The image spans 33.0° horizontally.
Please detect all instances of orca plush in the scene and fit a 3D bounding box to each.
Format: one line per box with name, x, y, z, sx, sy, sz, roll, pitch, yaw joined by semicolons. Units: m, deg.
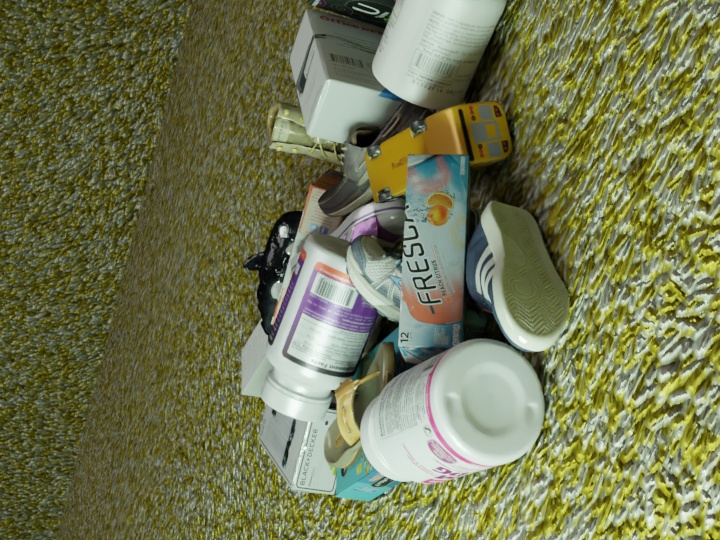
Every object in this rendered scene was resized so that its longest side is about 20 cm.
orca plush;-0.129;0.000;1.713;0.105;0.071;0.201;-66;-7;-51

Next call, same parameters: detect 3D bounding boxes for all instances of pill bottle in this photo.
pill bottle;0.080;0.141;1.156;0.200;0.113;0.114;143;135;-63
pill bottle;-0.045;0.069;1.413;0.201;0.111;0.111;-68;21;12
pill bottle;0.097;-0.290;1.344;0.115;0.114;0.201;-106;33;-52

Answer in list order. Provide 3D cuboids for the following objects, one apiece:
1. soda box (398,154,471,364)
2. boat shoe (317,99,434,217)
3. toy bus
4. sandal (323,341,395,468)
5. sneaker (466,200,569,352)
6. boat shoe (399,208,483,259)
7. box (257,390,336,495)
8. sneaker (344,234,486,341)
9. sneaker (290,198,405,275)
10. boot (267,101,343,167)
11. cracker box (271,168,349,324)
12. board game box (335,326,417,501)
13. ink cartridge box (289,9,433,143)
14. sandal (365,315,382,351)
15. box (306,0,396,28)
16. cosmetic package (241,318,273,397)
soda box;0.075;-0.011;1.201;0.068;0.063;0.201;67;-155;-71
boat shoe;0.015;-0.141;1.465;0.200;0.073;0.075;-37;13;30
toy bus;0.078;-0.126;1.328;0.200;0.078;0.066;-21;83;63
sandal;-0.009;0.154;1.342;0.200;0.054;0.081;122;152;-45
sneaker;0.138;0.023;1.128;0.201;0.075;0.085;-90;22;-55
boat shoe;0.075;-0.018;1.340;0.200;0.056;0.069;134;143;-56
box;-0.076;0.210;1.629;0.200;0.060;0.117;-149;72;-70
sneaker;0.064;0.019;1.283;0.200;0.077;0.087;48;117;30
sneaker;0.000;0.000;1.487;0.200;0.072;0.115;-36;51;35
boot;-0.039;-0.166;1.591;0.200;0.154;0.073;-123;48;-63
cracker box;-0.057;-0.026;1.642;0.134;0.057;0.201;-58;-16;-75
board game box;0.031;0.162;1.376;0.200;0.047;0.152;134;143;-57
ink cartridge box;-0.003;-0.240;1.548;0.201;0.144;0.085;-104;32;-52
sandal;-0.016;0.036;1.569;0.203;0.049;0.083;-109;36;-58
box;0.040;-0.389;1.507;0.200;0.148;0.125;176;106;-70
cosmetic package;-0.127;0.108;1.839;0.200;0.050;0.083;125;147;-48
